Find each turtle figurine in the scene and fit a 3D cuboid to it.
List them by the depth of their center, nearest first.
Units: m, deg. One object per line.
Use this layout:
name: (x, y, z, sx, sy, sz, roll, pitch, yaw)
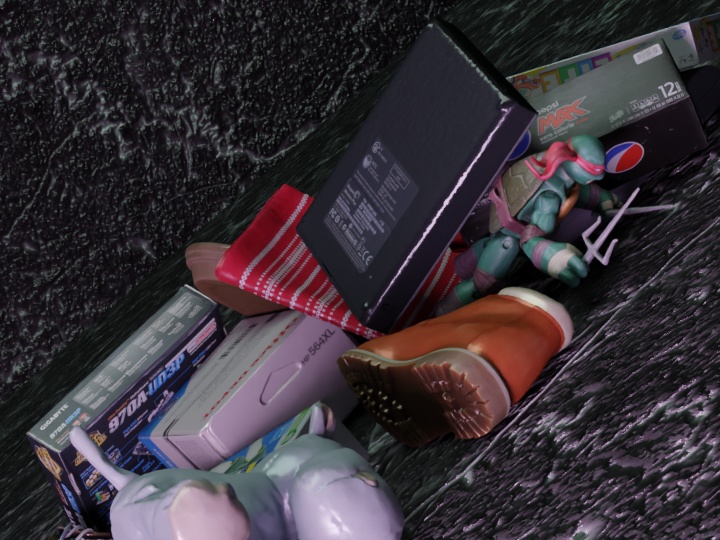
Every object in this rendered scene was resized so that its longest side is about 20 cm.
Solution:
turtle figurine: (0.135, -0.034, 1.350, 0.200, 0.101, 0.150, -45, -6, 38)

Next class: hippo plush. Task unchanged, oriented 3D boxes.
hippo plush: (-0.060, 0.174, 1.140, 0.160, 0.161, 0.200, -11, 12, -27)

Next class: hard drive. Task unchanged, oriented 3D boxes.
hard drive: (0.037, -0.073, 1.402, 0.201, 0.033, 0.140, -56, 39, 17)

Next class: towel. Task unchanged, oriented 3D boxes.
towel: (0.000, 0.000, 1.481, 0.145, 0.199, 0.023, -52, -22, -53)

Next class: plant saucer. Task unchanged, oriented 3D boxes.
plant saucer: (-0.056, 0.025, 1.591, 0.200, 0.199, 0.030, -14, 57, 69)

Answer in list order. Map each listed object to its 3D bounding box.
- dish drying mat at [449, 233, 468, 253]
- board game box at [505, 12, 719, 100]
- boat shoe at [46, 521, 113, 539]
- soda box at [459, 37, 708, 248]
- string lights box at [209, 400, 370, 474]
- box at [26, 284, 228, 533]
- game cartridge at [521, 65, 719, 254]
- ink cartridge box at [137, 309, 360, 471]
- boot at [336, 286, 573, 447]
dish drying mat: (0.155, -0.081, 1.503, 0.200, 0.018, 0.077, -42, 12, -18)
board game box: (0.200, -0.163, 1.525, 0.199, 0.035, 0.134, -14, 4, 32)
boat shoe: (-0.233, 0.249, 1.545, 0.199, 0.073, 0.072, -36, 11, 26)
soda box: (0.154, -0.093, 1.417, 0.199, 0.071, 0.064, -24, 53, 9)
string lights box: (-0.093, 0.182, 1.350, 0.199, 0.059, 0.103, -34, 13, 35)
box: (-0.187, 0.136, 1.659, 0.046, 0.160, 0.200, 26, 58, 34)
game cartridge: (0.203, -0.090, 1.516, 0.200, 0.042, 0.133, -42, 6, -12)
ink cartridge box: (-0.086, 0.111, 1.554, 0.146, 0.084, 0.200, -47, 12, -18)
boot: (0.064, 0.061, 1.282, 0.107, 0.075, 0.199, -41, 17, -26)
